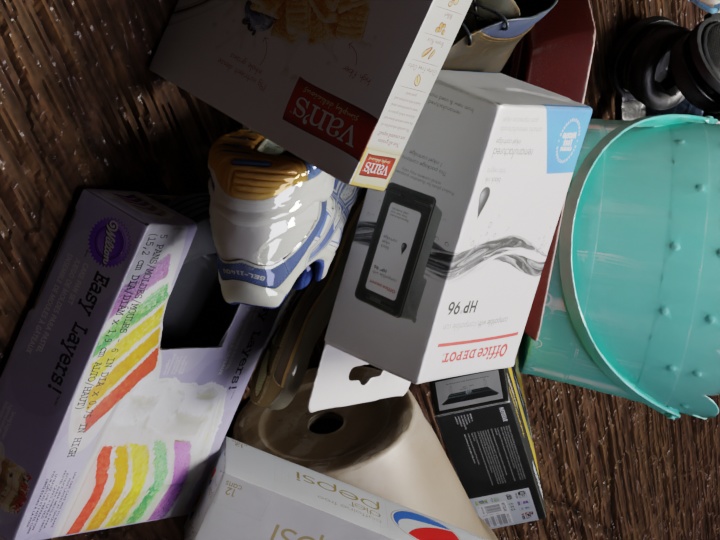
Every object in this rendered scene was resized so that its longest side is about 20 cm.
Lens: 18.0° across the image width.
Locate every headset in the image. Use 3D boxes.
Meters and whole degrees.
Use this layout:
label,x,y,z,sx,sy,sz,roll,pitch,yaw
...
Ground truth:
label,x,y,z,sx,sy,sz,roll,pitch,yaw
headset,0.248,-0.151,1.651,0.094,0.123,0.200,-2,96,-37

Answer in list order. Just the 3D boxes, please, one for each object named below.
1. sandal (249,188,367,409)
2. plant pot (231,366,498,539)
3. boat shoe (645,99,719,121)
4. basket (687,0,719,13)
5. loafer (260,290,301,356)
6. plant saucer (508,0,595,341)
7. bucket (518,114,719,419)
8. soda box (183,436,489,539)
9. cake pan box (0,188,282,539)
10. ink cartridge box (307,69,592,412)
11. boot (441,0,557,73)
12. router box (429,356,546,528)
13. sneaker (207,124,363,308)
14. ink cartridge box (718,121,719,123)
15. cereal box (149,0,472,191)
label,x,y,z,sx,sy,sz,roll,pitch,yaw
sandal,0.000,0.000,1.315,0.200,0.054,0.080,-63,-176,-21
plant pot,-0.008,0.163,1.458,0.200,0.200,0.174,-39,133,-38
boat shoe,0.278,-0.131,1.790,0.200,0.069,0.084,-21,135,-54
basket,0.212,-0.257,1.399,0.139,0.176,0.200,-47,164,-19
loafer,0.007,-0.020,1.393,0.200,0.072,0.073,-52,155,-15
plant saucer,0.110,-0.084,1.447,0.200,0.037,0.200,-84,-177,-69
bucket,0.185,-0.008,1.530,0.207,0.135,0.207,-173,-90,-90
soda box,-0.002,0.172,1.345,0.064,0.200,0.068,-100,-147,-74
cake pan box,-0.120,0.047,1.253,0.184,0.052,0.200,2,115,-65
ink cartridge box,0.050,-0.007,1.264,0.116,0.068,0.200,-5,115,-58
boot,0.035,-0.143,1.271,0.097,0.075,0.200,-42,162,22
router box,0.078,0.066,1.537,0.200,0.052,0.157,68,11,-61
sneaker,-0.037,-0.039,1.223,0.200,0.075,0.088,-38,135,-65
ink cartridge box,0.213,-0.037,1.763,0.200,0.068,0.115,-59,156,7
cereal box,-0.008,-0.158,1.124,0.040,0.144,0.200,9,109,-57
